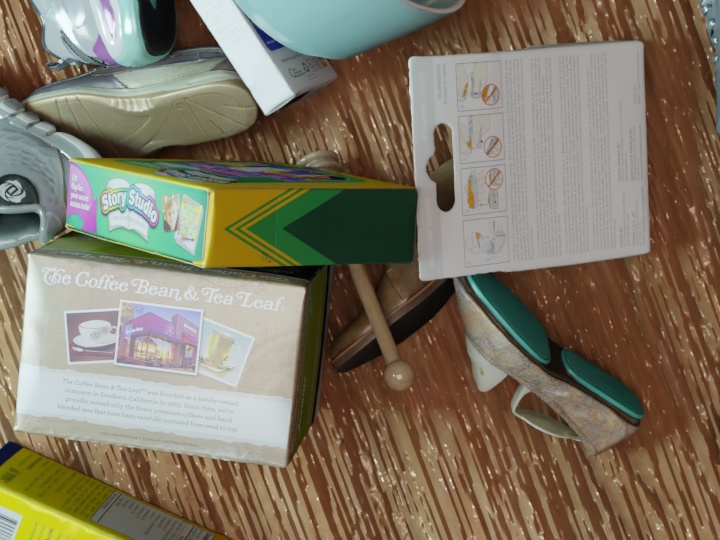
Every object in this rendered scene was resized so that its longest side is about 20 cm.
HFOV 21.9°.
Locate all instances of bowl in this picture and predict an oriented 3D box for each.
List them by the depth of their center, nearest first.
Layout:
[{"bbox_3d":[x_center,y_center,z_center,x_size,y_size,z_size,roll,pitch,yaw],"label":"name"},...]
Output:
[{"bbox_3d":[-0.029,-0.230,1.341,0.201,0.201,0.105,47,118,-2],"label":"bowl"}]

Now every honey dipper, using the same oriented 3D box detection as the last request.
[{"bbox_3d":[0.000,0.000,1.383,0.038,0.038,0.201,-28,63,9],"label":"honey dipper"}]

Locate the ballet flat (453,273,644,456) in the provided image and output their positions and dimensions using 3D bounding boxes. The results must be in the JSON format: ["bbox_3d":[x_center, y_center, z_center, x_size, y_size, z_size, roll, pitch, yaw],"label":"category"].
[{"bbox_3d":[0.126,0.076,1.397,0.200,0.068,0.067,40,113,-18],"label":"ballet flat"}]

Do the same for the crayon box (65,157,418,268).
[{"bbox_3d":[-0.087,-0.043,1.322,0.172,0.200,0.059,-3,100,-35],"label":"crayon box"}]

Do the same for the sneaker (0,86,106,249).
[{"bbox_3d":[-0.292,-0.079,1.388,0.199,0.116,0.075,25,136,21],"label":"sneaker"}]

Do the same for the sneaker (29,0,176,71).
[{"bbox_3d":[-0.210,-0.247,1.403,0.139,0.078,0.201,-5,75,26],"label":"sneaker"}]

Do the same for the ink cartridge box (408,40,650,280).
[{"bbox_3d":[0.118,-0.081,1.358,0.199,0.050,0.163,-7,98,-24],"label":"ink cartridge box"}]

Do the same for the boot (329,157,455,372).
[{"bbox_3d":[0.041,-0.006,1.418,0.200,0.074,0.075,-44,80,2],"label":"boot"}]

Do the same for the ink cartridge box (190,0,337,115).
[{"bbox_3d":[-0.096,-0.212,1.380,0.037,0.095,0.201,-31,92,23],"label":"ink cartridge box"}]

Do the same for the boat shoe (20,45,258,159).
[{"bbox_3d":[-0.167,-0.131,1.418,0.199,0.065,0.072,-8,134,21],"label":"boat shoe"}]

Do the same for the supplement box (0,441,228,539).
[{"bbox_3d":[-0.218,0.231,1.449,0.199,0.109,0.110,24,99,2],"label":"supplement box"}]

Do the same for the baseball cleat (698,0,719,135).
[{"bbox_3d":[0.265,-0.197,1.371,0.106,0.070,0.201,13,89,11],"label":"baseball cleat"}]

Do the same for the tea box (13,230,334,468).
[{"bbox_3d":[-0.130,0.048,1.371,0.199,0.197,0.134,7,98,5],"label":"tea box"}]
